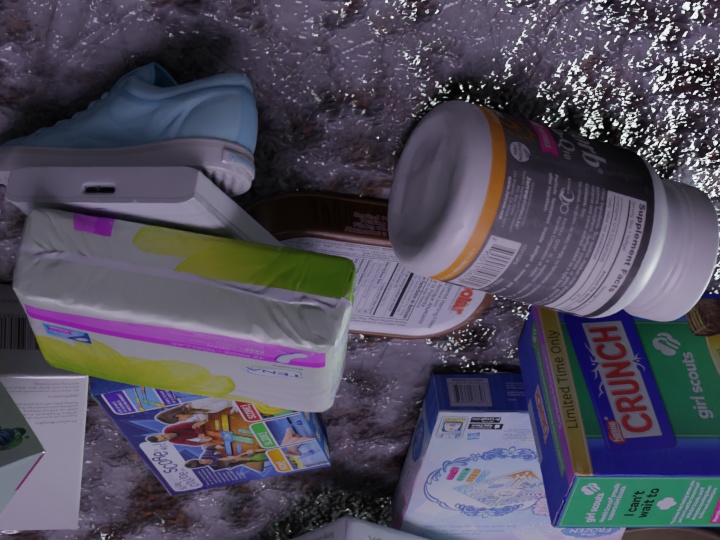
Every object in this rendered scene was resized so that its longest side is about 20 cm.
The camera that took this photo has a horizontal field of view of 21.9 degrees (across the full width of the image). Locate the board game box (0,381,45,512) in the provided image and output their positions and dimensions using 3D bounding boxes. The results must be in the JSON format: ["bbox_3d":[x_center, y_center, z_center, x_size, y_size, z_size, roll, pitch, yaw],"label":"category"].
[{"bbox_3d":[-0.309,0.085,1.231,0.064,0.200,0.148,-22,160,-46],"label":"board game box"}]

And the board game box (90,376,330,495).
[{"bbox_3d":[-0.108,0.107,1.390,0.135,0.035,0.200,-11,151,6],"label":"board game box"}]

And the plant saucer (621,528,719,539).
[{"bbox_3d":[0.246,0.274,1.683,0.199,0.030,0.200,-4,140,-3],"label":"plant saucer"}]

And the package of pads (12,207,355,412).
[{"bbox_3d":[-0.106,0.029,1.152,0.199,0.068,0.155,10,161,1],"label":"package of pads"}]

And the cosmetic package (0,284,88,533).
[{"bbox_3d":[-0.253,0.104,1.352,0.107,0.085,0.200,2,141,-12],"label":"cosmetic package"}]

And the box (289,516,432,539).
[{"bbox_3d":[0.006,0.329,1.567,0.199,0.172,0.199,20,149,-29],"label":"box"}]

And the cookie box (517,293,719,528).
[{"bbox_3d":[0.228,0.100,1.352,0.199,0.172,0.075,0,138,-9],"label":"cookie box"}]

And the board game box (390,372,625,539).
[{"bbox_3d":[0.139,0.154,1.504,0.199,0.044,0.199,1,141,-10],"label":"board game box"}]

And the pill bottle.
[{"bbox_3d":[0.127,-0.033,1.216,0.199,0.117,0.116,14,137,-25],"label":"pill bottle"}]

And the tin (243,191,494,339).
[{"bbox_3d":[0.000,0.000,1.301,0.199,0.042,0.112,6,144,-16],"label":"tin"}]

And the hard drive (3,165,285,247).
[{"bbox_3d":[-0.116,-0.015,1.177,0.131,0.026,0.200,1,159,24],"label":"hard drive"}]

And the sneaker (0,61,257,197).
[{"bbox_3d":[-0.144,-0.085,1.157,0.199,0.082,0.074,-1,159,29],"label":"sneaker"}]
